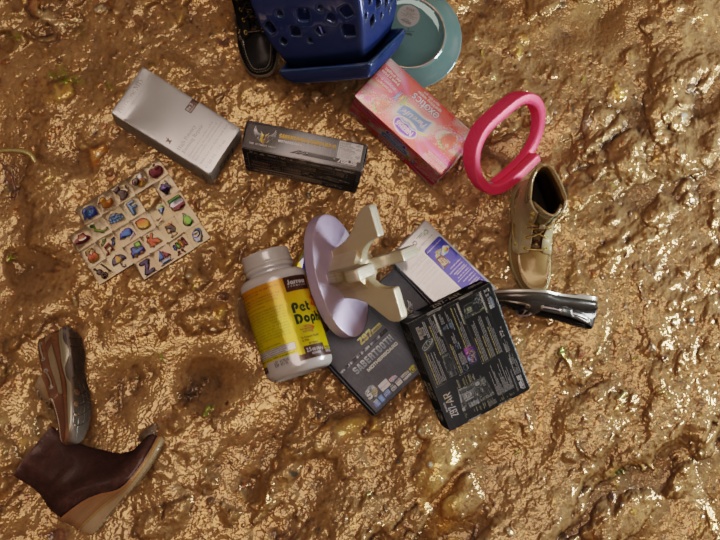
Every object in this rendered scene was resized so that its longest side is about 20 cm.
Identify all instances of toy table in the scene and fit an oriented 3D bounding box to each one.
[{"bbox_3d":[0.000,0.000,1.565,0.117,0.184,0.200,-13,107,35],"label":"toy table"}]

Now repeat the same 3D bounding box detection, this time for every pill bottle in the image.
[{"bbox_3d":[-0.122,0.067,1.562,0.109,0.109,0.200,-17,82,-7],"label":"pill bottle"}]

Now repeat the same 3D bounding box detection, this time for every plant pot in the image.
[{"bbox_3d":[-0.043,-0.420,1.637,0.200,0.200,0.180,0,121,25],"label":"plant pot"}]

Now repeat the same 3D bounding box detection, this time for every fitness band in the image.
[{"bbox_3d":[0.248,-0.218,1.687,0.200,0.037,0.144,-42,130,-25],"label":"fitness band"}]

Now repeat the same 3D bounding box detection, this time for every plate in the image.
[{"bbox_3d":[0.083,-0.421,1.765,0.200,0.026,0.201,0,81,-3],"label":"plate"}]

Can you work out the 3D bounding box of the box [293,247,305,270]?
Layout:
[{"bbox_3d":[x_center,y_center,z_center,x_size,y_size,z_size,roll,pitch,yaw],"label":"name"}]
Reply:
[{"bbox_3d":[-0.090,0.030,1.659,0.070,0.064,0.200,27,80,1],"label":"box"}]

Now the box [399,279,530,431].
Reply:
[{"bbox_3d":[0.173,0.139,1.631,0.160,0.044,0.200,-26,102,-14],"label":"box"}]

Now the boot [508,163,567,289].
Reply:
[{"bbox_3d":[0.298,-0.068,1.656,0.073,0.155,0.200,1,81,-4],"label":"boot"}]

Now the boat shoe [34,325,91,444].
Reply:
[{"bbox_3d":[-0.481,0.188,1.593,0.072,0.076,0.200,-15,61,3],"label":"boat shoe"}]

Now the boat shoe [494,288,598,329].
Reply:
[{"bbox_3d":[0.312,0.064,1.667,0.200,0.067,0.057,5,83,-20],"label":"boat shoe"}]

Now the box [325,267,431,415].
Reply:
[{"bbox_3d":[0.040,0.119,1.660,0.200,0.051,0.158,-42,85,-10],"label":"box"}]

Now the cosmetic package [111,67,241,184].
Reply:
[{"bbox_3d":[-0.311,-0.245,1.684,0.200,0.074,0.102,31,79,0],"label":"cosmetic package"}]

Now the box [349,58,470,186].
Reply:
[{"bbox_3d":[0.087,-0.251,1.695,0.200,0.103,0.095,42,80,0],"label":"box"}]

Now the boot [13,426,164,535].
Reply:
[{"bbox_3d":[-0.433,0.302,1.584,0.166,0.072,0.200,40,84,1],"label":"boot"}]

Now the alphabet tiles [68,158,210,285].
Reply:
[{"bbox_3d":[-0.383,-0.070,1.683,0.200,0.008,0.167,-33,85,-8],"label":"alphabet tiles"}]

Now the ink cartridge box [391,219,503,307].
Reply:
[{"bbox_3d":[0.148,0.016,1.693,0.200,0.037,0.095,44,80,6],"label":"ink cartridge box"}]

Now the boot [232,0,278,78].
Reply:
[{"bbox_3d":[-0.187,-0.443,1.682,0.073,0.151,0.200,-4,80,3],"label":"boot"}]

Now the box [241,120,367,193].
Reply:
[{"bbox_3d":[-0.093,-0.187,1.646,0.200,0.158,0.048,12,82,-2],"label":"box"}]
